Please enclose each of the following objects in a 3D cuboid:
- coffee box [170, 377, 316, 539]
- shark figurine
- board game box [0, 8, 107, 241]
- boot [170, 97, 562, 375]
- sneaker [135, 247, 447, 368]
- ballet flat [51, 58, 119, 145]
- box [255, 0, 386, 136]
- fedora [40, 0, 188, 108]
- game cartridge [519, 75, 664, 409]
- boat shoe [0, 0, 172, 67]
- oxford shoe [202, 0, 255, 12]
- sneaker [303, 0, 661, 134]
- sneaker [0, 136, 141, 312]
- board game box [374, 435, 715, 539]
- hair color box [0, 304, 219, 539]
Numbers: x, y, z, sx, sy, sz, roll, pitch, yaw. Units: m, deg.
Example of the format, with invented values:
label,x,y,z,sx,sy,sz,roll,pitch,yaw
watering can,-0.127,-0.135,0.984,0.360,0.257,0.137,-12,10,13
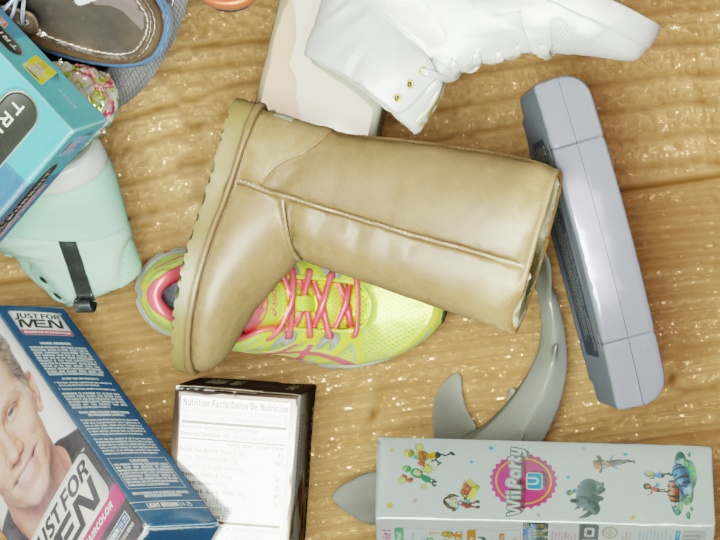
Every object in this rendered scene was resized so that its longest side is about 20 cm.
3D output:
label,x,y,z,sx,sy,sz,roll,pitch,yaw
coffee box,-0.076,0.170,1.486,0.079,0.114,0.202,4,90,3
shark figurine,0.090,0.089,1.493,0.128,0.090,0.215,32,94,0
board game box,-0.266,-0.103,1.386,0.200,0.047,0.151,46,113,6
boot,0.000,0.000,1.403,0.199,0.066,0.176,16,97,10
sneaker,-0.045,0.023,1.494,0.198,0.090,0.079,0,90,1
ballet flat,-0.243,-0.088,1.438,0.199,0.064,0.076,-12,63,18
box,-0.018,-0.125,1.491,0.077,0.095,0.201,13,90,2
fedora,-0.184,-0.188,1.496,0.176,0.090,0.201,22,103,5
game cartridge,0.141,-0.017,1.465,0.041,0.133,0.201,-15,90,-6
boat shoe,-0.208,-0.171,1.418,0.199,0.072,0.073,23,105,6
oxford shoe,-0.063,-0.228,1.461,0.071,0.073,0.201,7,58,6
sneaker,0.067,-0.129,1.412,0.199,0.074,0.116,19,93,9
sneaker,-0.233,-0.021,1.511,0.199,0.074,0.119,-2,127,26
board game box,0.109,0.168,1.459,0.198,0.148,0.065,0,51,2
hair color box,-0.175,0.122,1.451,0.200,0.060,0.100,50,121,35
